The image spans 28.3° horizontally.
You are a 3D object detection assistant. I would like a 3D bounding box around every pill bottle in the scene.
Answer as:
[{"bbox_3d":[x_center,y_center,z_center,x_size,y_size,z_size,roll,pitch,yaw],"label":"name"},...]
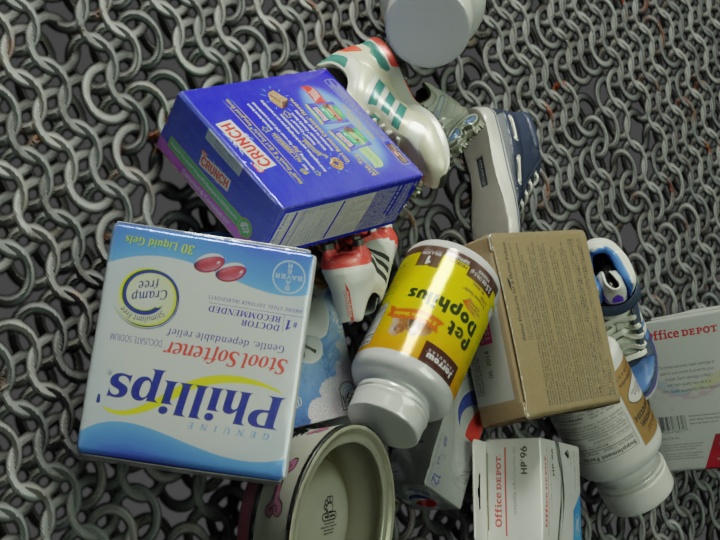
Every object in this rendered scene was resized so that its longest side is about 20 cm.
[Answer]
[{"bbox_3d":[0.296,0.188,1.714,0.114,0.114,0.201,-43,111,-40],"label":"pill bottle"},{"bbox_3d":[0.080,-0.300,1.544,0.115,0.114,0.201,54,23,-22],"label":"pill bottle"},{"bbox_3d":[0.060,0.075,1.441,0.109,0.109,0.201,45,55,-28],"label":"pill bottle"}]

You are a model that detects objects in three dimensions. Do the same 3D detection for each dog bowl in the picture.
[{"bbox_3d":[-0.044,0.243,1.368,0.200,0.073,0.203,-11,103,-59],"label":"dog bowl"}]

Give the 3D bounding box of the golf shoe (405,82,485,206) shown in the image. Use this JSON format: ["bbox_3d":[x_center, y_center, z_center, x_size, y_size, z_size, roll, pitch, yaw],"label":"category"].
[{"bbox_3d":[0.049,-0.135,1.588,0.097,0.078,0.200,45,49,-1],"label":"golf shoe"}]

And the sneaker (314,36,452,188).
[{"bbox_3d":[0.019,-0.158,1.512,0.093,0.071,0.201,-18,63,-21],"label":"sneaker"}]

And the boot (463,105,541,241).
[{"bbox_3d":[0.179,-0.095,1.684,0.090,0.072,0.202,-2,82,-35],"label":"boot"}]

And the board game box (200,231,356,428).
[{"bbox_3d":[-0.100,0.060,1.395,0.199,0.043,0.201,-9,84,-46],"label":"board game box"}]

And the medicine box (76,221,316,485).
[{"bbox_3d":[-0.143,0.077,1.256,0.180,0.103,0.202,9,78,-7],"label":"medicine box"}]

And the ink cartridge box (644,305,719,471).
[{"bbox_3d":[0.470,0.147,1.869,0.144,0.145,0.202,-10,89,-45],"label":"ink cartridge box"}]

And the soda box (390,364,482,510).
[{"bbox_3d":[0.092,0.157,1.556,0.063,0.068,0.202,38,57,-32],"label":"soda box"}]

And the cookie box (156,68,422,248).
[{"bbox_3d":[-0.068,-0.108,1.394,0.199,0.076,0.171,-16,56,-45],"label":"cookie box"}]

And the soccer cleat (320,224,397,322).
[{"bbox_3d":[0.000,0.000,1.462,0.200,0.068,0.086,-47,132,-77],"label":"soccer cleat"}]

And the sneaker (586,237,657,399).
[{"bbox_3d":[0.307,0.059,1.728,0.146,0.080,0.202,41,34,-76],"label":"sneaker"}]

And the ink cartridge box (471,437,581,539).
[{"bbox_3d":[0.186,0.247,1.580,0.200,0.067,0.117,22,65,-64],"label":"ink cartridge box"}]

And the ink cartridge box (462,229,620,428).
[{"bbox_3d":[0.191,0.062,1.569,0.164,0.075,0.202,-3,79,-41],"label":"ink cartridge box"}]

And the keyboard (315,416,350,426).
[{"bbox_3d":[-0.058,0.126,1.460,0.199,0.011,0.057,14,77,-41],"label":"keyboard"}]
